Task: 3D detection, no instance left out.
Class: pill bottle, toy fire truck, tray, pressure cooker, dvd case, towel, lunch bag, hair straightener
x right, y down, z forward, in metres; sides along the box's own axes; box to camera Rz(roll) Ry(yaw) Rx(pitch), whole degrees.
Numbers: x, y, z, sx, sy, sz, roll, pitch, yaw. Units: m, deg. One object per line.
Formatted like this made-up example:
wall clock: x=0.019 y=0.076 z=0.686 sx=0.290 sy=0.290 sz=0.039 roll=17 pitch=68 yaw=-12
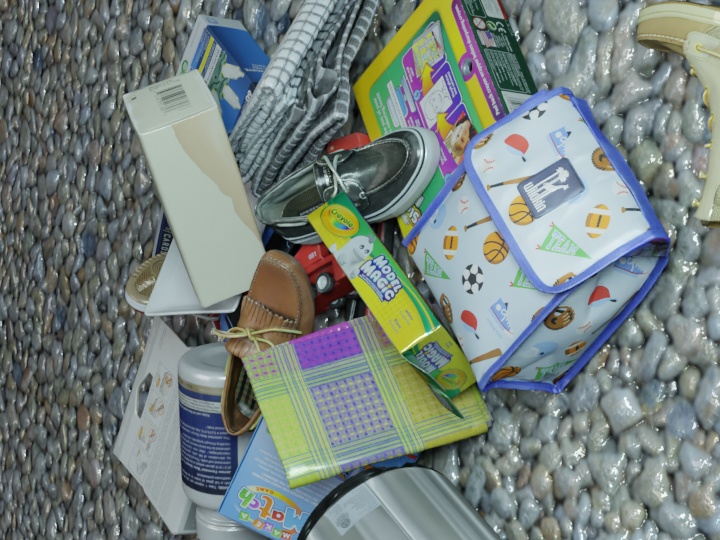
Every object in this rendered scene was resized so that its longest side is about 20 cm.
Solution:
pill bottle: x=-0.135 y=0.185 z=1.570 sx=0.111 sy=0.111 sz=0.201 roll=22 pitch=116 yaw=53
toy fire truck: x=-0.044 y=-0.033 z=1.463 sx=0.200 sy=0.049 sz=0.142 roll=-29 pitch=61 yaw=37
tray: x=-0.145 y=-0.028 z=1.539 sx=0.107 sy=0.022 sz=0.201 roll=-4 pitch=49 yaw=25
pressure cooker: x=0.052 y=0.283 z=1.256 sx=0.200 sy=0.178 sz=0.176 roll=44 pitch=118 yaw=48
dvd case: x=-0.204 y=-0.091 z=1.642 sx=0.151 sy=0.025 sz=0.200 roll=-89 pitch=13 yaw=-51
towel: x=0.008 y=0.109 z=1.335 sx=0.023 sy=0.199 sz=0.144 roll=98 pitch=152 yaw=-57
lunch bag: x=0.144 y=-0.024 z=1.205 sx=0.200 sy=0.123 sz=0.170 roll=-51 pitch=52 yaw=36
towel: x=-0.054 y=-0.178 z=1.459 sx=0.200 sy=0.085 sz=0.166 roll=-49 pitch=15 yaw=58
hair straightener: x=0.000 y=0.000 z=1.472 sx=0.077 sy=0.041 sz=0.201 roll=-4 pitch=83 yaw=54

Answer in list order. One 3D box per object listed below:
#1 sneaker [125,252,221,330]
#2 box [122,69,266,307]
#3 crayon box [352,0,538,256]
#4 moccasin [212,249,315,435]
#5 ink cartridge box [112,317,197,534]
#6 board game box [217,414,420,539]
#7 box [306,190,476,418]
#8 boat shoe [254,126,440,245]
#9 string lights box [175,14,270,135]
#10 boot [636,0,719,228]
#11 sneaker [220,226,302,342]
sneaker: x=-0.185 y=0.029 z=1.613 sx=0.071 sy=0.200 sz=0.113 roll=41 pitch=129 yaw=19
box: x=-0.153 y=-0.076 z=1.414 sx=0.095 sy=0.077 sz=0.201 roll=-121 pitch=13 yaw=-53
crayon box: x=0.082 y=-0.138 z=1.358 sx=0.173 sy=0.058 sz=0.201 roll=-47 pitch=50 yaw=43
moccasin: x=-0.097 y=0.071 z=1.420 sx=0.074 sy=0.078 sz=0.202 roll=33 pitch=125 yaw=17
ink cartridge box: x=-0.212 y=0.177 z=1.746 sx=0.176 sy=0.045 sz=0.201 roll=42 pitch=119 yaw=47
board game box: x=-0.032 y=0.182 z=1.420 sx=0.037 sy=0.151 sz=0.200 roll=-65 pitch=1 yaw=-64
box: x=0.034 y=0.032 z=1.296 sx=0.048 sy=0.117 sz=0.200 roll=-35 pitch=56 yaw=3
boat shoe: x=-0.016 y=-0.074 z=1.359 sx=0.200 sy=0.071 sz=0.072 roll=-30 pitch=62 yaw=36
string lights box: x=-0.136 y=-0.191 z=1.664 sx=0.200 sy=0.059 sz=0.103 roll=53 pitch=128 yaw=43
boot: x=0.265 y=-0.110 z=1.089 sx=0.200 sy=0.073 sz=0.156 roll=24 pitch=103 yaw=47
sneaker: x=-0.088 y=0.020 z=1.569 sx=0.078 sy=0.070 sz=0.201 roll=56 pitch=130 yaw=47
